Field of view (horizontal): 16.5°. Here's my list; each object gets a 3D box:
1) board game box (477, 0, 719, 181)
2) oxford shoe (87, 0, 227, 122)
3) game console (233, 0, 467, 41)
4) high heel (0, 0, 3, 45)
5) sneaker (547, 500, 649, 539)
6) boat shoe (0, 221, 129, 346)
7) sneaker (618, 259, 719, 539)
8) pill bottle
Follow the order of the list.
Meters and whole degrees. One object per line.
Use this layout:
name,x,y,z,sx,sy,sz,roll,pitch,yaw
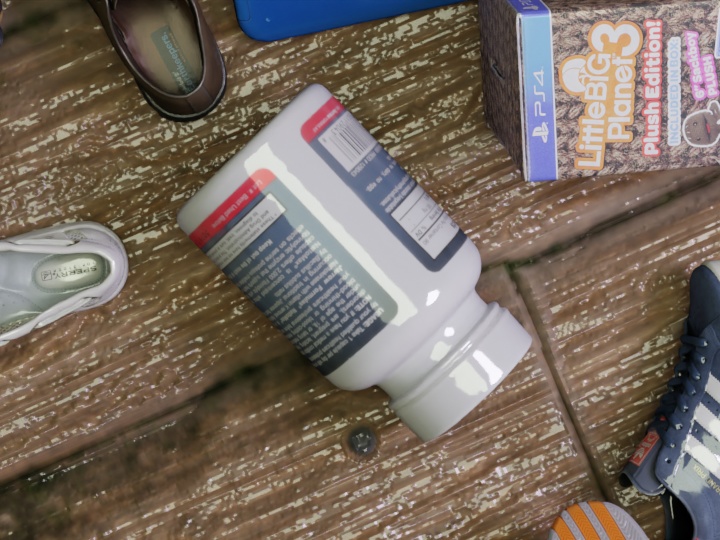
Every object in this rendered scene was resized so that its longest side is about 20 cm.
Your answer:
board game box,0.178,-0.123,1.445,0.200,0.159,0.097,-5,106,-5
oxford shoe,-0.139,-0.184,1.469,0.073,0.084,0.200,-34,91,-2
game console,0.004,-0.253,1.512,0.200,0.118,0.171,-12,122,-4
high heel,-0.278,-0.204,1.428,0.071,0.143,0.200,-44,93,-3
sneaker,0.174,0.235,1.469,0.077,0.112,0.200,-22,66,-5
boat shoe,-0.236,0.016,1.467,0.200,0.069,0.071,-19,95,-3
sneaker,0.197,0.095,1.497,0.084,0.075,0.200,-4,90,-9
pill bottle,0.000,0.000,1.461,0.120,0.120,0.200,-44,93,-3
